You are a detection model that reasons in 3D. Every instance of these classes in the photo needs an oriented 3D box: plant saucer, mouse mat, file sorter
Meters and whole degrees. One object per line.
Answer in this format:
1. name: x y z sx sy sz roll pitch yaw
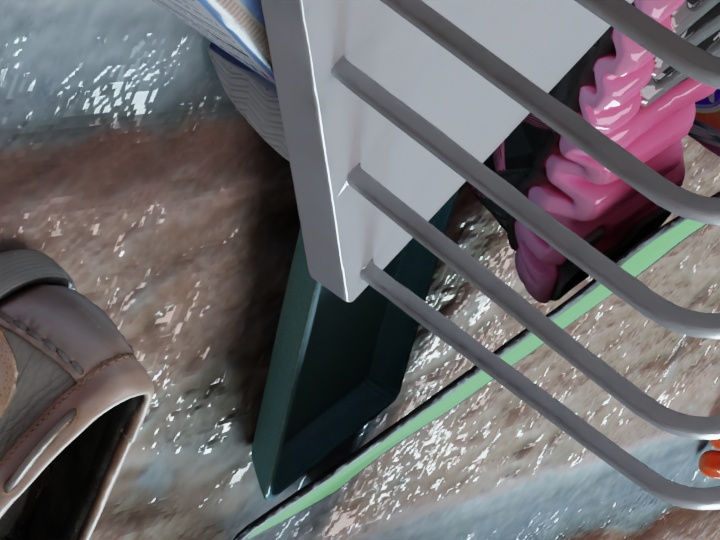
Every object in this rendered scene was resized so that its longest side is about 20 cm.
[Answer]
1. plant saucer: 0.000 0.000 0.925 0.070 0.019 0.200 -37 159 -31
2. mouse mat: 0.050 0.028 0.961 0.200 0.008 0.161 -37 175 10
3. file sorter: 0.070 -0.058 0.586 0.139 0.124 0.200 -46 159 -18

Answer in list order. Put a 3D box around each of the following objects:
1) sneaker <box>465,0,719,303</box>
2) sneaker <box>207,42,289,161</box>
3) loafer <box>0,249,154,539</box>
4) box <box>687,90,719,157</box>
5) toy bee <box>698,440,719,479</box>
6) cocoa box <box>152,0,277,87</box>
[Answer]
1. sneaker: 0.067 -0.076 0.882 0.079 0.096 0.200 -27 157 -30
2. sneaker: 0.017 -0.127 0.777 0.115 0.080 0.200 -42 158 -31
3. loafer: -0.112 0.091 0.826 0.072 0.063 0.201 -20 138 -48
4. box: 0.171 -0.131 0.996 0.200 0.095 0.103 -32 146 -37
5. toy bee: 0.222 0.082 1.353 0.200 0.108 0.132 -52 162 -75
6. cocoa box: -0.018 -0.164 0.597 0.200 0.133 0.131 -53 156 -2
